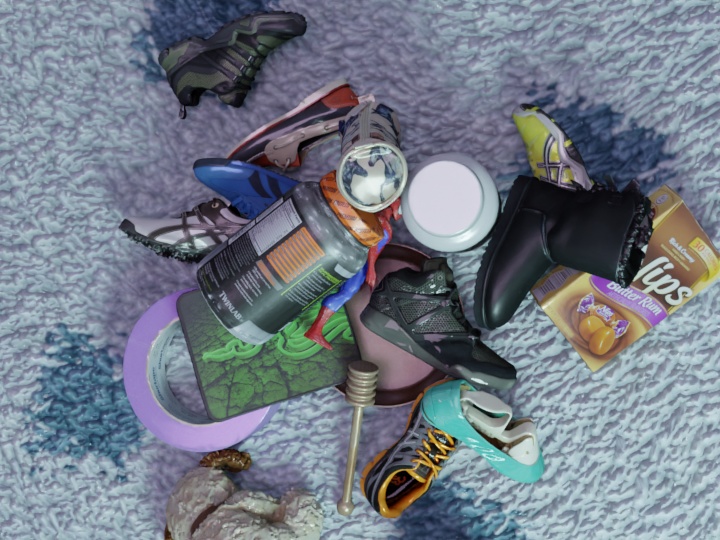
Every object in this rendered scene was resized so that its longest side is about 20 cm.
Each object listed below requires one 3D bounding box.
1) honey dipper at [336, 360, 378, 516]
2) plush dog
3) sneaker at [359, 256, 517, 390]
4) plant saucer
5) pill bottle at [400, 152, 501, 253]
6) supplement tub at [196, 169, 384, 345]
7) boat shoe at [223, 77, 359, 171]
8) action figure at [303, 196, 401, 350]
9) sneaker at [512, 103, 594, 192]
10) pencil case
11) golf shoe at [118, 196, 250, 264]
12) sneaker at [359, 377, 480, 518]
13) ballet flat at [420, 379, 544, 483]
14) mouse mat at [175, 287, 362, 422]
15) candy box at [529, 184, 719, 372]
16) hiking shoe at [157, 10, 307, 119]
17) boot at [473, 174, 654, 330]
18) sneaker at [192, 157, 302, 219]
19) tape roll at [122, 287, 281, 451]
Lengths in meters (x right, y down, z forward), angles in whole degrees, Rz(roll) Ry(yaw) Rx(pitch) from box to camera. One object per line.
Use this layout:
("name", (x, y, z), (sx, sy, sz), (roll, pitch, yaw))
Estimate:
("honey dipper", (-0.009, 0.207, 1.407), (0.038, 0.038, 0.202), (12, 110, 10))
("plush dog", (-0.171, 0.316, 1.412), (0.172, 0.160, 0.201), (38, 97, 32))
("sneaker", (0.107, 0.057, 1.352), (0.199, 0.076, 0.115), (30, 101, 14))
("plant saucer", (0.031, 0.066, 1.421), (0.199, 0.034, 0.202), (0, 90, 11))
("pill bottle", (0.104, -0.076, 1.324), (0.110, 0.200, 0.112), (0, 90, 9))
("supplement tub", (-0.078, -0.017, 1.316), (0.199, 0.122, 0.123), (-36, 84, 13))
("boat shoe", (-0.085, -0.159, 1.427), (0.199, 0.071, 0.063), (-32, 87, 4))
("action figure", (0.000, 0.000, 1.375), (0.051, 0.065, 0.201), (27, 86, -2))
("sneaker", (0.230, -0.106, 1.365), (0.076, 0.075, 0.201), (-32, 83, 7))
("pencil case", (0.011, -0.134, 1.307), (0.077, 0.200, 0.090), (-22, 109, 8))
("golf shoe", (-0.199, -0.053, 1.448), (0.198, 0.078, 0.095), (13, 84, 2))
("sneaker", (0.079, 0.216, 1.380), (0.078, 0.077, 0.201), (33, 101, -16))
("ballet flat", (0.160, 0.186, 1.332), (0.199, 0.068, 0.070), (33, 137, -26))
("mouse mat", (-0.109, 0.079, 1.395), (0.199, 0.008, 0.162), (-17, 85, -9))
("candy box", (0.309, 0.010, 1.336), (0.200, 0.057, 0.117), (-39, 114, 7))
("hiking shoe", (-0.149, -0.257, 1.443), (0.199, 0.076, 0.101), (-17, 95, 19))
("boot", (0.226, -0.014, 1.280), (0.162, 0.073, 0.200), (14, 76, 31))
("sneaker", (-0.111, -0.077, 1.392), (0.199, 0.066, 0.079), (19, 81, -21))
("tape roll", (-0.192, 0.122, 1.445), (0.198, 0.066, 0.202), (0, 89, 10))
